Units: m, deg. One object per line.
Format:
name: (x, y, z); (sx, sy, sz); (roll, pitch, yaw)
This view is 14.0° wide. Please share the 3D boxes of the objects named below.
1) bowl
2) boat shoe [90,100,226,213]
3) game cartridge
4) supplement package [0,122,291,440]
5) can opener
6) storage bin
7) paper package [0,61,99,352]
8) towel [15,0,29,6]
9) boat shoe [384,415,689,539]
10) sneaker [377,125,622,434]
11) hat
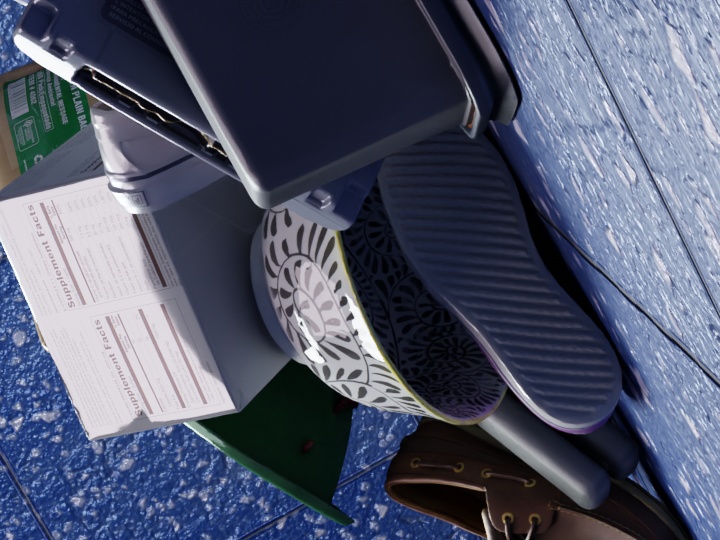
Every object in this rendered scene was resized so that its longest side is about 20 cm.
bowl: (0.000, 0.000, 1.644); (0.201, 0.094, 0.201); (37, -136, -47)
boat shoe: (-0.053, -0.104, 1.559); (0.073, 0.200, 0.067); (20, 137, 53)
game cartridge: (-0.067, -0.123, 1.509); (0.200, 0.133, 0.041); (31, 156, -12)
supplement package: (-0.098, -0.020, 1.697); (0.200, 0.111, 0.156); (-45, -62, -53)
can opener: (0.076, 0.069, 1.716); (0.200, 0.053, 0.067); (36, 157, 24)
storage bin: (-0.031, -0.131, 1.444); (0.200, 0.134, 0.146); (61, 177, 5)
paper package: (-0.147, -0.029, 1.891); (0.191, 0.103, 0.201); (36, -147, -61)
towel: (-0.118, -0.160, 1.649); (0.147, 0.024, 0.200); (26, 161, -27)
boat shoe: (0.102, 0.145, 1.728); (0.200, 0.068, 0.072); (22, 141, 32)
sneaker: (0.072, 0.006, 1.610); (0.201, 0.072, 0.114); (60, 180, 7)
hat: (-0.024, 0.043, 1.796); (0.165, 0.176, 0.200); (34, 177, 14)
